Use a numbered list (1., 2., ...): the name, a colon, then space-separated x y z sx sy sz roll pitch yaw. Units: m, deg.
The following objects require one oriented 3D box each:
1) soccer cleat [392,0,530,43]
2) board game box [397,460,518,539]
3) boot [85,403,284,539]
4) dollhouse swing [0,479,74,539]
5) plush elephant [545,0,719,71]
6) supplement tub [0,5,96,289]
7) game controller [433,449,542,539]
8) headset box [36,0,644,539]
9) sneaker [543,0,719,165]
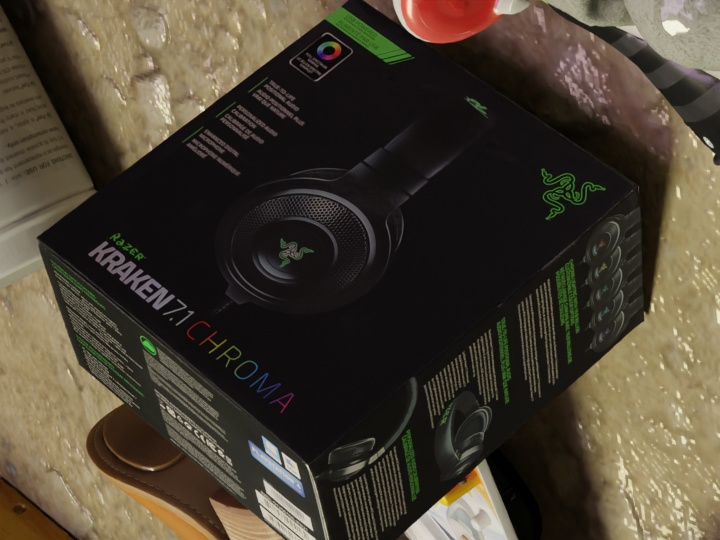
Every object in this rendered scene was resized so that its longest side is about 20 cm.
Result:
1. soccer cleat: 0.055 -0.180 0.911 0.085 0.069 0.200 31 102 51
2. board game box: 0.019 0.132 1.198 0.200 0.026 0.200 21 139 55
3. boot: -0.055 0.145 1.246 0.200 0.074 0.155 27 148 56
4. dollhouse swing: -0.276 0.260 1.559 0.182 0.200 0.176 34 136 34
5. plush elephant: 0.134 -0.134 0.827 0.165 0.200 0.155 32 154 25
6. supplement tub: -0.235 -0.083 1.339 0.132 0.132 0.200 -27 90 55
7. game controller: 0.012 0.071 1.220 0.200 0.042 0.104 51 158 16
8. headset box: 0.000 0.000 1.049 0.174 0.200 0.093 38 155 31
9. sneaker: 0.127 -0.076 0.938 0.200 0.072 0.083 35 140 34
